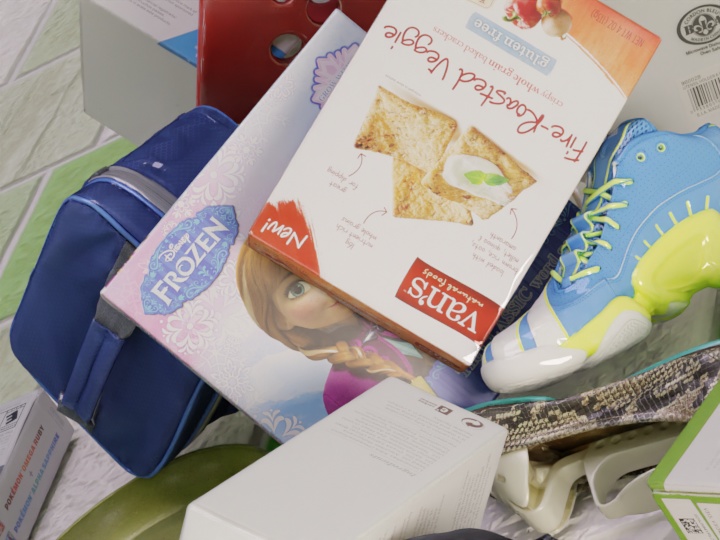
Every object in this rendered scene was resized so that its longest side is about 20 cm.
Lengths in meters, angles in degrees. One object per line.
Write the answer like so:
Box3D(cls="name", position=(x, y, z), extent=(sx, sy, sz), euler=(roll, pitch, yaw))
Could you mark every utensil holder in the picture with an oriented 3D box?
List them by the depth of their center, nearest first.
Box3D(cls="utensil holder", position=(0.179, -0.172, 1.581), extent=(0.170, 0.170, 0.200), euler=(-33, 26, 7))

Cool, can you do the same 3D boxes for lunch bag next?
Box3D(cls="lunch bag", position=(-0.118, 0.022, 1.552), extent=(0.132, 0.136, 0.200), euler=(-36, -18, -39))

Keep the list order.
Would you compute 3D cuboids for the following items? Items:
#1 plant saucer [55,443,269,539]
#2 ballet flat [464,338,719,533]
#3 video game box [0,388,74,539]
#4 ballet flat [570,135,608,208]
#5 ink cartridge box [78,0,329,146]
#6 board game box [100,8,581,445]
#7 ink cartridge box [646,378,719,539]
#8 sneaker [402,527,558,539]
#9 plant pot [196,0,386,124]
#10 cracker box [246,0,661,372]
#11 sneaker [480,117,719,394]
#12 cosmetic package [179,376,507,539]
Box3D(cls="plant saucer", position=(-0.118, 0.177, 1.507), extent=(0.200, 0.031, 0.200), euler=(-28, 25, 14))
Box3D(cls="ballet flat", position=(0.116, 0.090, 1.332), extent=(0.200, 0.068, 0.075), euler=(-17, 51, 32))
Box3D(cls="video game box", position=(-0.292, 0.175, 1.716), extent=(0.200, 0.047, 0.182), euler=(-22, 26, 28))
Box3D(cls="ballet flat", position=(0.125, -0.034, 1.526), extent=(0.071, 0.071, 0.200), euler=(-28, 26, 17))
Box3D(cls="ink cartridge box", position=(-0.080, -0.180, 1.892), extent=(0.147, 0.145, 0.200), euler=(32, 61, 15))
Box3D(cls="board game box", position=(0.000, 0.000, 1.433), extent=(0.200, 0.199, 0.041), euler=(-51, 0, -6))
Box3D(cls="ink cartridge box", position=(0.247, 0.072, 1.172), extent=(0.200, 0.076, 0.148), euler=(-1, 41, 49))
Box3D(cls="sneaker", position=(0.020, 0.187, 1.210), extent=(0.200, 0.112, 0.078), euler=(-39, 29, -7))
Box3D(cls="plant pot", position=(-0.013, -0.189, 1.699), extent=(0.182, 0.201, 0.200), euler=(3, 30, -1))
Box3D(cls="cracker box", position=(0.047, -0.066, 1.392), extent=(0.200, 0.134, 0.058), euler=(-60, 0, -6))
Box3D(cls="sneaker", position=(0.128, -0.014, 1.390), extent=(0.200, 0.105, 0.076), euler=(-26, -3, -28))
Box3D(cls="cosmetic package", position=(-0.013, 0.133, 1.262), extent=(0.071, 0.102, 0.200), euler=(24, 24, 20))
